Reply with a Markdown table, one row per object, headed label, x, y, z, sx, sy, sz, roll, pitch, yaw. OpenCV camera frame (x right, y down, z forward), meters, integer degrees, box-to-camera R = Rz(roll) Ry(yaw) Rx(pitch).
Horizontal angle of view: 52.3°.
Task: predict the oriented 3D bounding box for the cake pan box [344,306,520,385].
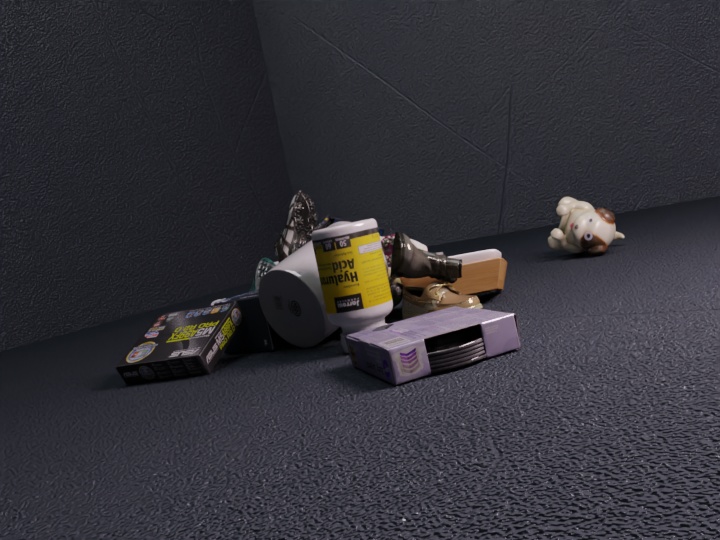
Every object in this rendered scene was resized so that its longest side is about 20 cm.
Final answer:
| label | x | y | z | sx | sy | sz | roll | pitch | yaw |
| --- | --- | --- | --- | --- | --- | --- | --- | --- | --- |
| cake pan box | 0.093 | 0.095 | 0.990 | 0.182 | 0.053 | 0.200 | -16 | 4 | -18 |

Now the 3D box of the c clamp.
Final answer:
| label | x | y | z | sx | sy | sz | roll | pitch | yaw |
| --- | --- | --- | --- | --- | --- | --- | --- | --- | --- |
| c clamp | 0.033 | 0.064 | 1.366 | 0.171 | 0.027 | 0.200 | -45 | -7 | 14 |

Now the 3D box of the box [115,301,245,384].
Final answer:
| label | x | y | z | sx | sy | sz | roll | pitch | yaw |
| --- | --- | --- | --- | --- | --- | --- | --- | --- | --- |
| box | -0.332 | 0.133 | 1.363 | 0.198 | 0.045 | 0.161 | -10 | 29 | 26 |

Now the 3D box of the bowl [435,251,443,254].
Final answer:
| label | x | y | z | sx | sy | sz | roll | pitch | yaw |
| --- | --- | --- | --- | --- | --- | --- | --- | --- | --- |
| bowl | 0.111 | 0.012 | 1.942 | 0.198 | 0.076 | 0.199 | -9 | 5 | 32 |

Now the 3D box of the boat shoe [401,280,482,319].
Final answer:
| label | x | y | z | sx | sy | sz | roll | pitch | yaw |
| --- | --- | --- | --- | --- | --- | --- | --- | --- | --- |
| boat shoe | 0.136 | 0.053 | 1.316 | 0.073 | 0.067 | 0.199 | -15 | 5 | -36 |

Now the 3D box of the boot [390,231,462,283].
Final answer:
| label | x | y | z | sx | sy | sz | roll | pitch | yaw |
| --- | --- | --- | --- | --- | --- | --- | --- | --- | --- |
| boot | 0.119 | -0.019 | 1.284 | 0.129 | 0.069 | 0.200 | 6 | -8 | 3 |

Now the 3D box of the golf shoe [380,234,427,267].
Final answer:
| label | x | y | z | sx | sy | sz | roll | pitch | yaw |
| --- | --- | --- | --- | --- | --- | --- | --- | --- | --- |
| golf shoe | 0.059 | -0.034 | 1.482 | 0.090 | 0.077 | 0.199 | 4 | 2 | -29 |

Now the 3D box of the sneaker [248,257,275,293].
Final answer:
| label | x | y | z | sx | sy | sz | roll | pitch | yaw |
| --- | --- | --- | --- | --- | --- | --- | --- | --- | --- |
| sneaker | -0.231 | 0.063 | 1.638 | 0.091 | 0.202 | 0.077 | -24 | -43 | 33 |

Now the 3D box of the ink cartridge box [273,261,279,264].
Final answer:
| label | x | y | z | sx | sy | sz | roll | pitch | yaw |
| --- | --- | --- | --- | --- | --- | --- | --- | --- | --- |
| ink cartridge box | -0.142 | 0.036 | 1.860 | 0.197 | 0.147 | 0.085 | -12 | 4 | 0 |

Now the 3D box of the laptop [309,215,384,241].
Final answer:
| label | x | y | z | sx | sy | sz | roll | pitch | yaw |
| --- | --- | --- | --- | --- | --- | --- | --- | --- | --- |
| laptop | -0.070 | -0.024 | 1.689 | 0.200 | 0.116 | 0.188 | -45 | -10 | -33 |

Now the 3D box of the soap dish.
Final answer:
| label | x | y | z | sx | sy | sz | roll | pitch | yaw |
| --- | --- | --- | --- | --- | --- | --- | --- | --- | --- |
| soap dish | 0.191 | 0.016 | 1.453 | 0.197 | 0.082 | 0.157 | -12 | -5 | 15 |

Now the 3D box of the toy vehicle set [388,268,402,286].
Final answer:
| label | x | y | z | sx | sy | sz | roll | pitch | yaw |
| --- | --- | --- | --- | --- | --- | --- | --- | --- | --- |
| toy vehicle set | 0.000 | 0.000 | 1.542 | 0.199 | 0.027 | 0.124 | 30 | 22 | 32 |

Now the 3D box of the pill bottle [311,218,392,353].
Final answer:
| label | x | y | z | sx | sy | sz | roll | pitch | yaw |
| --- | --- | --- | --- | --- | --- | --- | --- | --- | --- |
| pill bottle | -0.008 | 0.025 | 1.185 | 0.110 | 0.203 | 0.111 | -12 | 4 | 1 |

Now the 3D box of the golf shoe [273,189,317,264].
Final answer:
| label | x | y | z | sx | sy | sz | roll | pitch | yaw |
| --- | --- | --- | --- | --- | --- | --- | --- | --- | --- |
| golf shoe | -0.144 | -0.072 | 1.532 | 0.094 | 0.203 | 0.077 | -15 | -31 | 34 |

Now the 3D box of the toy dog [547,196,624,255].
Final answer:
| label | x | y | z | sx | sy | sz | roll | pitch | yaw |
| --- | --- | --- | --- | --- | --- | --- | --- | --- | --- |
| toy dog | 0.562 | -0.093 | 1.811 | 0.192 | 0.141 | 0.200 | 25 | 6 | 4 |

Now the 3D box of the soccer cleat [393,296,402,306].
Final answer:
| label | x | y | z | sx | sy | sz | roll | pitch | yaw |
| --- | --- | --- | --- | --- | --- | --- | --- | --- | --- |
| soccer cleat | 0.021 | 0.059 | 1.636 | 0.198 | 0.069 | 0.081 | -11 | -2 | 40 |

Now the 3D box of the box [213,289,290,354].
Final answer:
| label | x | y | z | sx | sy | sz | roll | pitch | yaw |
| --- | --- | --- | --- | --- | --- | --- | --- | --- | --- |
| box | -0.168 | 0.088 | 1.481 | 0.147 | 0.109 | 0.199 | -8 | 6 | 39 |

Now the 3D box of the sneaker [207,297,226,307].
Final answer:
| label | x | y | z | sx | sy | sz | roll | pitch | yaw |
| --- | --- | --- | --- | --- | --- | --- | --- | --- | --- |
| sneaker | -0.346 | 0.132 | 1.623 | 0.146 | 0.081 | 0.200 | -37 | 7 | -2 |

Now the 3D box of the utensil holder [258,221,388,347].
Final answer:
| label | x | y | z | sx | sy | sz | roll | pitch | yaw |
| --- | --- | --- | --- | --- | --- | --- | --- | --- | --- |
| utensil holder | -0.068 | 0.026 | 1.367 | 0.168 | 0.172 | 0.200 | -9 | 20 | 41 |
